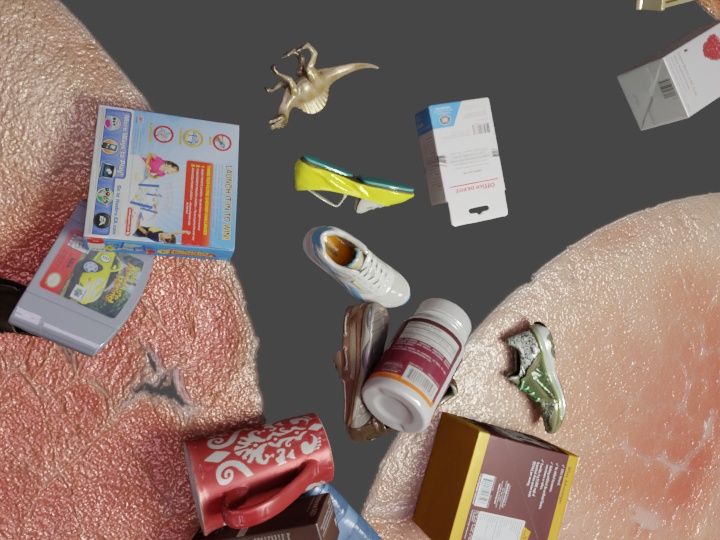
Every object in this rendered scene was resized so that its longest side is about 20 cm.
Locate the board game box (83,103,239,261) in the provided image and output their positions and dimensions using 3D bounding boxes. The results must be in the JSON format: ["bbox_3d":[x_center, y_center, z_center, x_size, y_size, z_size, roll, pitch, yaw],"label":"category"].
[{"bbox_3d":[-0.276,-0.121,0.871,0.195,0.056,0.201,5,72,-19],"label":"board game box"}]

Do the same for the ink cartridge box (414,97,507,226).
[{"bbox_3d":[0.171,-0.180,1.042,0.115,0.067,0.201,-12,94,-18],"label":"ink cartridge box"}]

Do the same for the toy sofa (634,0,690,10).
[{"bbox_3d":[0.620,-0.565,1.186,0.199,0.098,0.083,-20,122,-17],"label":"toy sofa"}]

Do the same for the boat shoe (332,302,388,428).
[{"bbox_3d":[-0.004,0.150,0.991,0.076,0.072,0.201,25,72,-59],"label":"boat shoe"}]

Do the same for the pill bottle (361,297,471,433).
[{"bbox_3d":[0.095,0.144,0.968,0.114,0.114,0.200,48,51,-13],"label":"pill bottle"}]

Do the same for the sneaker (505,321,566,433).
[{"bbox_3d":[0.305,0.196,1.102,0.088,0.077,0.201,-12,90,-5],"label":"sneaker"}]

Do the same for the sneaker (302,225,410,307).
[{"bbox_3d":[0.000,0.000,0.982,0.200,0.081,0.077,32,80,-18],"label":"sneaker"}]

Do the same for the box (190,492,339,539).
[{"bbox_3d":[-0.139,0.393,0.893,0.199,0.100,0.075,-12,94,8],"label":"box"}]

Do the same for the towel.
[{"bbox_3d":[-0.045,0.432,0.992,0.112,0.049,0.200,-43,102,-11],"label":"towel"}]

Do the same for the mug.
[{"bbox_3d":[-0.142,0.306,0.902,0.199,0.178,0.134,-12,132,-22],"label":"mug"}]

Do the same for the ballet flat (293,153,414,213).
[{"bbox_3d":[-0.014,-0.130,0.991,0.199,0.067,0.067,14,108,-15],"label":"ballet flat"}]

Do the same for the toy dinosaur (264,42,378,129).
[{"bbox_3d":[-0.079,-0.304,0.973,0.200,0.058,0.101,-36,116,-7],"label":"toy dinosaur"}]

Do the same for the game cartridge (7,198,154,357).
[{"bbox_3d":[-0.367,0.010,0.845,0.133,0.041,0.201,29,59,-21],"label":"game cartridge"}]

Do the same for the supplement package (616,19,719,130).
[{"bbox_3d":[0.617,-0.373,1.159,0.200,0.120,0.122,-32,100,-15],"label":"supplement package"}]

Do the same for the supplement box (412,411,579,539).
[{"bbox_3d":[0.226,0.370,1.037,0.199,0.133,0.198,18,85,-18],"label":"supplement box"}]

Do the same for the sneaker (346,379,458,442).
[{"bbox_3d":[0.070,0.223,1.012,0.199,0.075,0.071,-29,100,-16],"label":"sneaker"}]

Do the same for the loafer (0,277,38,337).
[{"bbox_3d":[-0.472,0.050,0.830,0.199,0.071,0.073,9,88,-19],"label":"loafer"}]
